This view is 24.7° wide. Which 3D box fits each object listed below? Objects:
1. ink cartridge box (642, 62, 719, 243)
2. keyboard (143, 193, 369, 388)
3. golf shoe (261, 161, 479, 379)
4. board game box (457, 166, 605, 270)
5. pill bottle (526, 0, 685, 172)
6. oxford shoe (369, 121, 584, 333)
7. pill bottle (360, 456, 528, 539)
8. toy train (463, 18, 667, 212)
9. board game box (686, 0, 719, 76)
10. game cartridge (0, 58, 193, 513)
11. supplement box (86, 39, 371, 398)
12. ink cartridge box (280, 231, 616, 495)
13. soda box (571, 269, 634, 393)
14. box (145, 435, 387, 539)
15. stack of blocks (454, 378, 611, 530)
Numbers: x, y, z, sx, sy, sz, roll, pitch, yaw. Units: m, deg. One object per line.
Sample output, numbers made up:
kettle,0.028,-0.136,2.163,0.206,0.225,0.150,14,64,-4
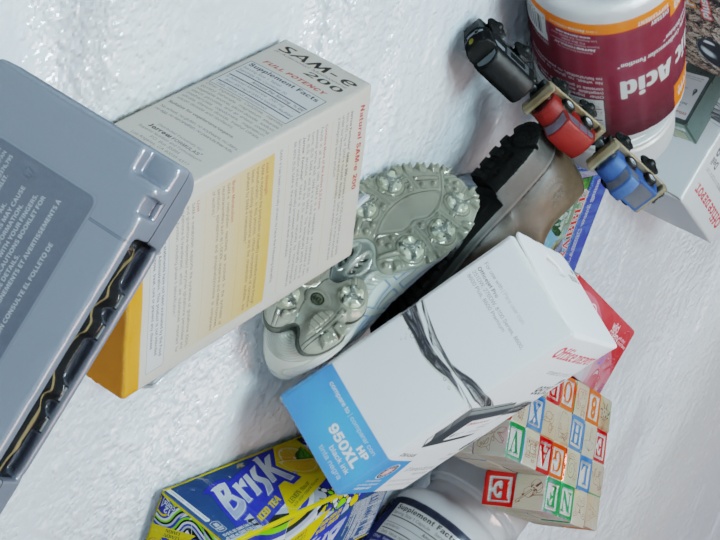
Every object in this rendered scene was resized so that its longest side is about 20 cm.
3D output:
ink cartridge box,0.327,-0.143,1.519,0.201,0.084,0.146,-59,152,-1
keyboard,-0.073,0.011,1.034,0.200,0.056,0.011,-43,116,-30
golf shoe,0.000,0.000,1.148,0.200,0.078,0.097,-38,166,-30
board game box,0.115,0.009,1.358,0.199,0.041,0.201,-16,129,-53
pill bottle,0.184,-0.168,1.220,0.114,0.114,0.200,-49,151,-20
oxford shoe,0.089,-0.008,1.213,0.084,0.073,0.200,39,103,-26
pill bottle,0.051,0.261,1.419,0.200,0.115,0.116,-47,151,-22
toy train,0.149,-0.106,1.176,0.034,0.200,0.046,-40,-155,28
board game box,0.316,-0.224,1.276,0.097,0.199,0.160,-50,151,-17
game cartridge,-0.178,0.010,0.763,0.201,0.133,0.040,-58,160,-1
supplement box,-0.087,-0.034,0.939,0.200,0.073,0.127,-33,142,-41
ink cartridge box,0.065,0.069,1.153,0.200,0.084,0.144,-36,164,14
soda box,0.164,0.043,1.359,0.070,0.063,0.200,-59,153,-2
box,-0.065,0.176,1.187,0.200,0.070,0.065,-14,131,-54
stack of blocks,0.139,0.141,1.354,0.200,0.058,0.116,31,66,-56
